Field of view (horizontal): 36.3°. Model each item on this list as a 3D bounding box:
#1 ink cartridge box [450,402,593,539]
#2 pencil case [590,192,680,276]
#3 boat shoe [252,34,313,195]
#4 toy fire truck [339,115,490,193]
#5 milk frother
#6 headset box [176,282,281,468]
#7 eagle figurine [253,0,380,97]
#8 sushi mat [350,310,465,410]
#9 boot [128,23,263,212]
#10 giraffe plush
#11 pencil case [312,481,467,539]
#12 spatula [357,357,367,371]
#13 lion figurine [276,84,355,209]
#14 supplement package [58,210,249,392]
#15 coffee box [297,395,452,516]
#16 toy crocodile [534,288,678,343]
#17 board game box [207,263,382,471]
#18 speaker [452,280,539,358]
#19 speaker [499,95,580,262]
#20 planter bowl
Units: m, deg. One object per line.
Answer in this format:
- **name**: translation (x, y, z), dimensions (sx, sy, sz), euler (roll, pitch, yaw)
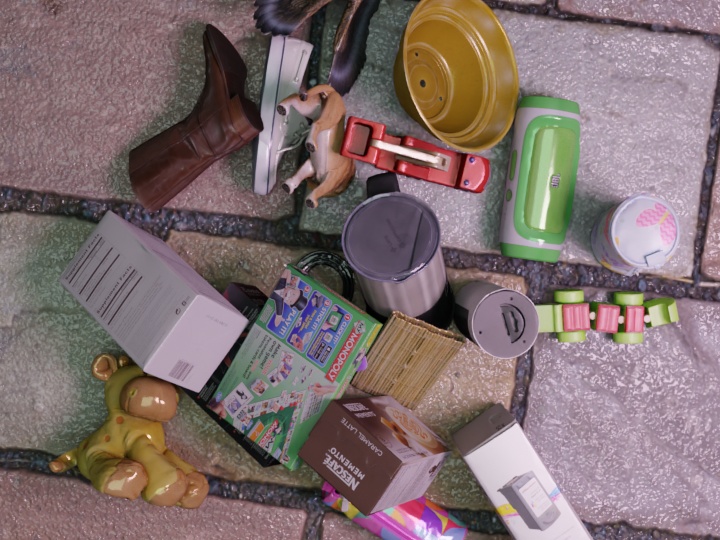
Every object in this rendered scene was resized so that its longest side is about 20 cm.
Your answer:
- **ink cartridge box**: translation (0.205, 0.281, 1.384), dimensions (0.085, 0.148, 0.201), euler (-34, 92, -1)
- **pencil case**: translation (0.333, -0.041, 1.346), dimensions (0.082, 0.200, 0.092), euler (-5, 86, 5)
- **boat shoe**: translation (-0.088, -0.193, 1.394), dimensions (0.085, 0.075, 0.205), euler (8, 85, -10)
- **toy fire truck**: translation (0.072, -0.139, 1.355), dimensions (0.198, 0.141, 0.049), euler (14, 93, -6)
- **milk frother**: translation (0.000, 0.000, 1.341), dimensions (0.198, 0.189, 0.181), euler (-27, 60, -5)
- **headset box**: translation (-0.134, 0.121, 1.370), dimensions (0.199, 0.075, 0.149), euler (39, 99, 19)
- **eagle figurine**: translation (-0.020, -0.337, 1.353), dimensions (0.200, 0.151, 0.152), euler (-45, 69, 17)
- **sushi mat**: translation (0.055, 0.115, 1.364), dimensions (0.095, 0.200, 0.012), euler (22, 56, -4)
- **boot**: translation (-0.229, -0.191, 1.391), dimensions (0.199, 0.064, 0.188), euler (-33, 57, 22)
- **giraffe plush**: translation (-0.278, 0.195, 1.382), dimensions (0.198, 0.172, 0.164), euler (11, 81, 32)
- **pencil case**: translation (0.039, 0.311, 1.414), dimensions (0.199, 0.088, 0.089), euler (32, 92, -4)
- **spatula**: translation (-0.087, 0.117, 1.406), dimensions (0.198, 0.021, 0.057), euler (-13, 98, 15)
- **lion figurine**: translation (-0.043, -0.158, 1.326), dimensions (0.072, 0.201, 0.123), euler (28, 49, 18)
- **supplement package**: translation (-0.252, 0.036, 1.331), dimensions (0.200, 0.114, 0.110), euler (38, 92, 35)
- **coffee box**: translation (0.022, 0.217, 1.322), dimensions (0.114, 0.200, 0.080), euler (38, 99, 20)
- **toy crocodile**: translation (0.308, 0.060, 1.416), dimensions (0.197, 0.062, 0.068), euler (1, 93, -1)
- **board game box**: translation (-0.079, 0.113, 1.294), dimensions (0.134, 0.029, 0.201), euler (33, 98, 19)
- **speaker**: translation (0.162, 0.057, 1.342), dimensions (0.080, 0.200, 0.082), euler (0, 93, -2)
- **speaker**: translation (0.228, -0.115, 1.394), dimensions (0.087, 0.088, 0.203), euler (7, 93, -2)
- **planter bowl**: translation (0.101, -0.240, 1.365), dimensions (0.199, 0.083, 0.203), euler (6, 80, -40)
